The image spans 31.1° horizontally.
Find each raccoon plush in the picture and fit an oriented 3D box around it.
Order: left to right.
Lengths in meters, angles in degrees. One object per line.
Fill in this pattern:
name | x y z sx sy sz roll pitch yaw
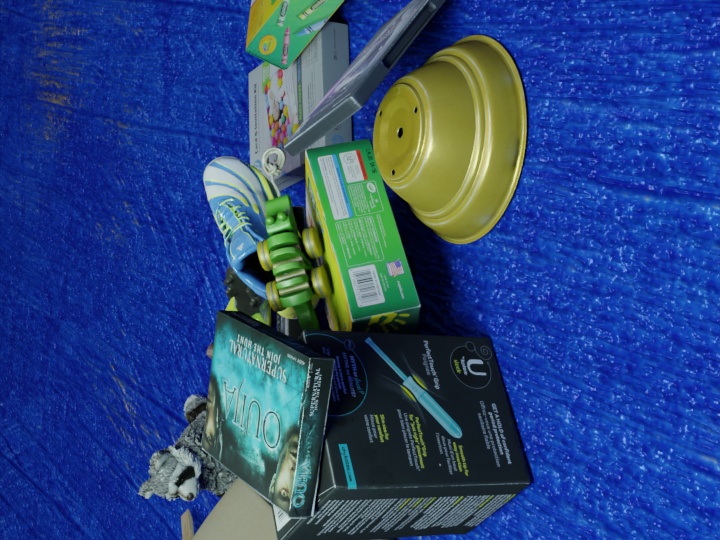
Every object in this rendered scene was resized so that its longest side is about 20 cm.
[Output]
raccoon plush | -0.241 0.239 1.703 0.200 0.133 0.098 32 116 57

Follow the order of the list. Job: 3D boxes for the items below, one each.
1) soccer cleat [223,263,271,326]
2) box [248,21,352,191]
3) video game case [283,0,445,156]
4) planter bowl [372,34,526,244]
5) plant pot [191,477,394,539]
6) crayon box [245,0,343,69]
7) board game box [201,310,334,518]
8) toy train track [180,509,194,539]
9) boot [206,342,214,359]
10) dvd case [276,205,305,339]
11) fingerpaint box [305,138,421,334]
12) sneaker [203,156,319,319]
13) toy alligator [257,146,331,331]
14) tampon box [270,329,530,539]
soccer cleat | -0.125 0.024 1.569 0.084 0.064 0.201 -59 -9 -23
box | -0.075 -0.189 1.541 0.200 0.041 0.158 -19 70 60
video game case | 0.012 -0.205 1.281 0.201 0.019 0.143 -55 15 -30
planter bowl | 0.068 -0.128 1.236 0.200 0.083 0.203 -8 81 61
plant pot | -0.073 0.328 1.355 0.200 0.198 0.179 29 102 58
crayon box | -0.055 -0.335 1.452 0.200 0.058 0.120 -42 35 45
board game box | -0.086 0.121 1.138 0.200 0.028 0.137 19 103 61
toy train track | -0.200 0.359 1.731 0.200 0.032 0.116 -49 40 40
boot | -0.098 0.116 1.360 0.165 0.200 0.073 19 87 25
dvd case | -0.080 0.020 1.474 0.200 0.024 0.152 131 138 -79
fingerpaint box | 0.000 0.000 1.301 0.167 0.073 0.201 93 164 -58
sneaker | -0.110 -0.044 1.336 0.076 0.105 0.201 -37 74 6
toy alligator | -0.073 -0.030 1.250 0.054 0.059 0.202 31 -135 -75
tampon box | 0.025 0.151 1.169 0.126 0.198 0.151 -50 45 47
